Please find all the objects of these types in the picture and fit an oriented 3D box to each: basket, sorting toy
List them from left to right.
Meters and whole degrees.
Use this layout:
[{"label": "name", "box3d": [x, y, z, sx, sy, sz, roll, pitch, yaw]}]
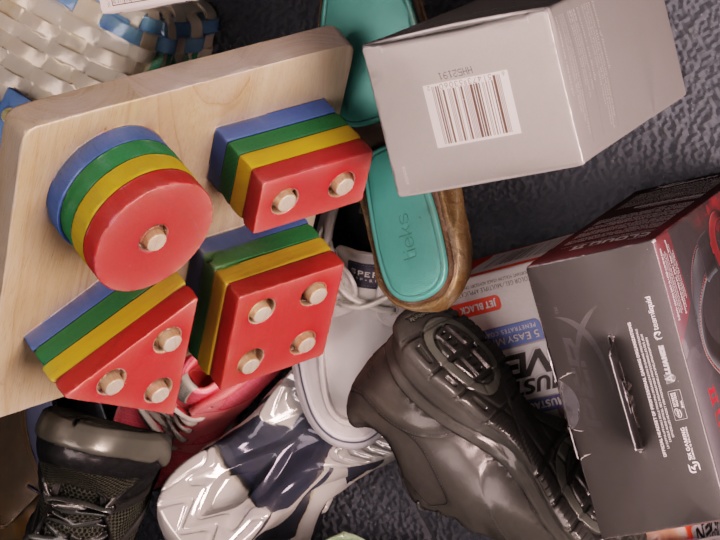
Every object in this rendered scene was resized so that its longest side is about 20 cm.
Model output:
[{"label": "basket", "box3d": [-0.173, -0.080, 1.441, 0.139, 0.176, 0.201, 32, 104, 11]}, {"label": "sorting toy", "box3d": [-0.092, -0.009, 1.296, 0.070, 0.198, 0.201, 48, 141, 33]}]

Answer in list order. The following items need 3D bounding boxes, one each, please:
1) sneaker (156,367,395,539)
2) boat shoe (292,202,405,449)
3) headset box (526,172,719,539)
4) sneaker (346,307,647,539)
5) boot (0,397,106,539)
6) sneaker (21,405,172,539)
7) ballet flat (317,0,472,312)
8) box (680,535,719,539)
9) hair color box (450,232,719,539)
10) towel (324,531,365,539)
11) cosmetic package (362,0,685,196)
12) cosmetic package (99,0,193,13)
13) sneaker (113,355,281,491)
[{"label": "sneaker", "box3d": [-0.031, 0.110, 1.487, 0.199, 0.130, 0.080, -40, 83, -10]}, {"label": "boat shoe", "box3d": [0.000, 0.000, 1.405, 0.073, 0.065, 0.201, 3, 86, -3]}, {"label": "headset box", "box3d": [0.163, 0.042, 1.303, 0.075, 0.200, 0.149, -12, 98, 27]}, {"label": "sneaker", "box3d": [0.075, 0.111, 1.367, 0.200, 0.076, 0.091, 47, 127, 3]}, {"label": "boot", "box3d": [-0.197, 0.142, 1.519, 0.097, 0.074, 0.201, -45, 46, 34]}, {"label": "sneaker", "box3d": [-0.155, 0.138, 1.409, 0.076, 0.199, 0.115, 15, 78, -2]}, {"label": "ballet flat", "box3d": [0.025, -0.076, 1.348, 0.068, 0.072, 0.201, -16, 84, 21]}, {"label": "box", "box3d": [0.222, 0.249, 1.353, 0.094, 0.103, 0.201, -10, 119, 22]}, {"label": "hair color box", "box3d": [0.123, 0.084, 1.411, 0.110, 0.064, 0.201, -16, 98, 27]}, {"label": "towel", "box3d": [-0.052, 0.195, 1.482, 0.199, 0.152, 0.024, -20, 67, 28]}, {"label": "cosmetic package", "box3d": [0.090, -0.103, 1.299, 0.106, 0.200, 0.091, -10, 102, 23]}, {"label": "cosmetic package", "box3d": [-0.063, -0.181, 1.347, 0.082, 0.200, 0.051, -4, 103, 26]}, {"label": "sneaker", "box3d": [-0.099, 0.064, 1.495, 0.074, 0.087, 0.200, 47, 118, 7]}]
